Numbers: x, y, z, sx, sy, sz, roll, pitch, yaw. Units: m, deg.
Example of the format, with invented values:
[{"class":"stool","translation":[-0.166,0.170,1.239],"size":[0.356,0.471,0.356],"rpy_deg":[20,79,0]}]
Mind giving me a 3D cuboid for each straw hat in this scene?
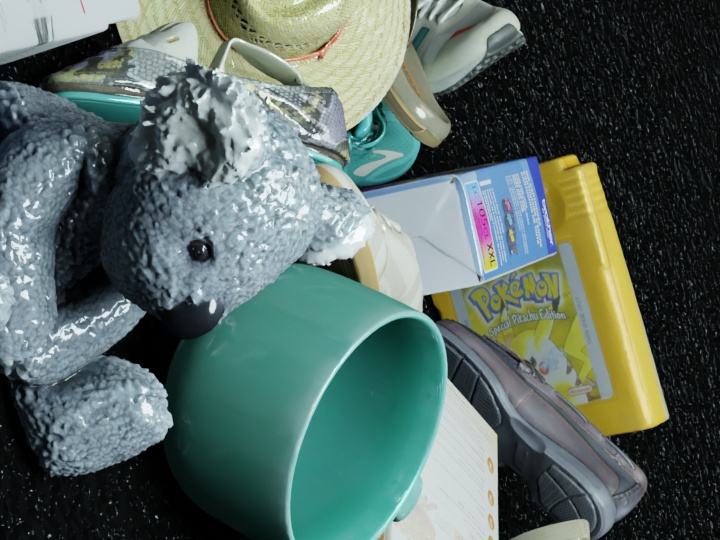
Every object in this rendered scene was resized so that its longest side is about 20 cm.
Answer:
[{"class":"straw hat","translation":[-0.041,-0.171,1.285],"size":[0.199,0.085,0.203],"rpy_deg":[4,80,-24]}]

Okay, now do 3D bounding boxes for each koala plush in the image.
[{"class":"koala plush","translation":[-0.105,-0.027,1.038],"size":[0.177,0.199,0.185],"rpy_deg":[42,38,-50]}]

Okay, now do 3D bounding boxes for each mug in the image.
[{"class":"mug","translation":[-0.039,0.087,1.207],"size":[0.152,0.114,0.186],"rpy_deg":[-38,140,-41]}]

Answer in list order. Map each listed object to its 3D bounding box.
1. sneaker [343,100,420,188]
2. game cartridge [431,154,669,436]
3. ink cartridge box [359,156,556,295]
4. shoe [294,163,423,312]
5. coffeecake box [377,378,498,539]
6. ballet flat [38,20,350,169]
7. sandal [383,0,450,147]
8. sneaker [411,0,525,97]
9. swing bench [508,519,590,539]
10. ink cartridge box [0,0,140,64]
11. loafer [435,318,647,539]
[{"class":"sneaker","translation":[-0.015,-0.094,1.417],"size":[0.199,0.079,0.078],"rpy_deg":[17,86,-56]},{"class":"game cartridge","translation":[0.125,0.028,1.568],"size":[0.032,0.176,0.202],"rpy_deg":[-19,92,-43]},{"class":"ink cartridge box","translation":[0.047,-0.026,1.464],"size":[0.200,0.135,0.077],"rpy_deg":[-13,93,-67]},{"class":"shoe","translation":[0.000,0.000,1.270],"size":[0.053,0.070,0.201],"rpy_deg":[-47,146,-23]},{"class":"coffeecake box","translation":[0.026,0.162,1.375],"size":[0.154,0.073,0.201],"rpy_deg":[49,34,-45]},{"class":"ballet flat","translation":[-0.092,-0.103,1.222],"size":[0.199,0.072,0.073],"rpy_deg":[13,60,-34]},{"class":"sandal","translation":[0.016,-0.177,1.409],"size":[0.201,0.054,0.080],"rpy_deg":[62,19,9]},{"class":"sneaker","translation":[0.043,-0.181,1.550],"size":[0.094,0.070,0.200],"rpy_deg":[60,-17,-13]},{"class":"swing bench","translation":[0.148,0.313,1.493],"size":[0.200,0.129,0.200],"rpy_deg":[42,39,-42]},{"class":"ink cartridge box","translation":[-0.197,-0.161,1.085],"size":[0.200,0.066,0.117],"rpy_deg":[-28,101,-66]},{"class":"loafer","translation":[0.121,0.106,1.534],"size":[0.063,0.072,0.200],"rpy_deg":[-27,63,-34]}]
